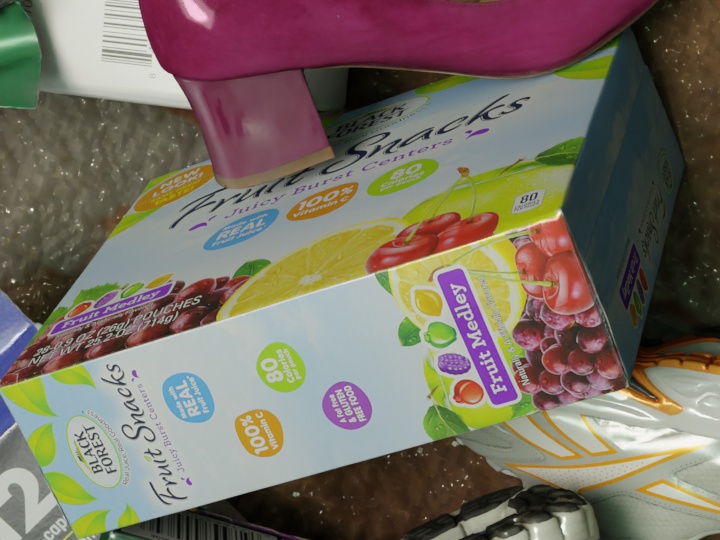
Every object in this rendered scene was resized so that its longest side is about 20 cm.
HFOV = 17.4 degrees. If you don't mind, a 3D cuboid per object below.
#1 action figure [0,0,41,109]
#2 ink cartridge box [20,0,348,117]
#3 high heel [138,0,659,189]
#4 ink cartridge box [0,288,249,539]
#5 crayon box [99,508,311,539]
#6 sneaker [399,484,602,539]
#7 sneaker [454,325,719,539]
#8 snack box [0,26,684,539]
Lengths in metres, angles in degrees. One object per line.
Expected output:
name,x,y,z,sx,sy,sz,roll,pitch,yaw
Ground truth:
action figure,-0.217,-0.086,0.828,0.199,0.055,0.119,-17,68,13
ink cartridge box,-0.102,-0.138,0.870,0.199,0.085,0.147,8,96,19
high heel,0.024,-0.107,0.784,0.199,0.067,0.097,-28,119,-17
ink cartridge box,-0.148,0.127,0.858,0.198,0.047,0.200,-44,112,3
crayon box,-0.018,0.190,0.839,0.199,0.058,0.174,16,100,-7
sneaker,-0.004,0.147,0.761,0.199,0.079,0.090,-23,96,-3
sneaker,0.081,0.066,0.826,0.199,0.076,0.093,6,105,24
snack box,0.000,0.000,0.794,0.199,0.169,0.068,-16,111,22
